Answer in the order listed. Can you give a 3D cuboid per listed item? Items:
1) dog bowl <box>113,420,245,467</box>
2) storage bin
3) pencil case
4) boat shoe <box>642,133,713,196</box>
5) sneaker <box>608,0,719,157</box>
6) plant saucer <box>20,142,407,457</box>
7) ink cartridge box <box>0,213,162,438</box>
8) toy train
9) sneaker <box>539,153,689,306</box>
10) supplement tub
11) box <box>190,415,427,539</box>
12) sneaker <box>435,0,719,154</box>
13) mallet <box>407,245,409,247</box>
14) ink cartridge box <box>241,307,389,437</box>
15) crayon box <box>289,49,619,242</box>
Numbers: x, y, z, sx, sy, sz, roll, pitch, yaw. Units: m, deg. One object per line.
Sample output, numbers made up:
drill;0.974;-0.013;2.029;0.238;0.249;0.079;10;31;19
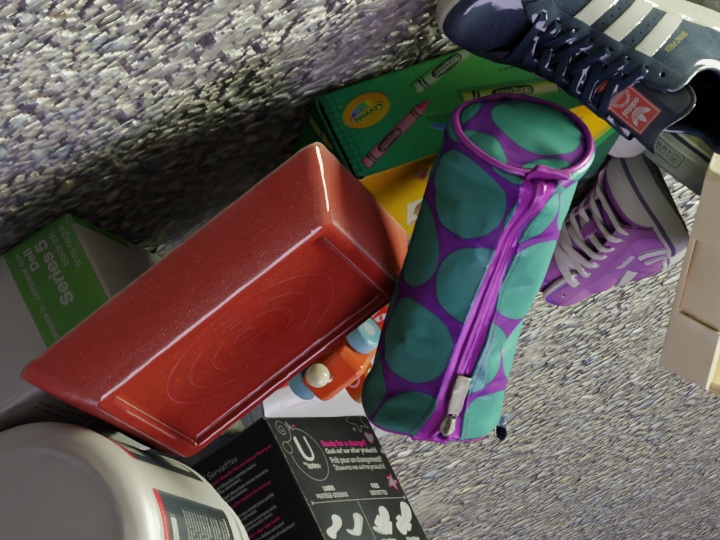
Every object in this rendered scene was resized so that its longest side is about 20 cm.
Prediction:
dog bowl;-0.176;0.120;1.794;0.200;0.079;0.200;-24;161;-9
storage bin;0.282;-0.041;1.767;0.199;0.094;0.200;-48;158;-35
pencil case;0.064;0.002;1.542;0.085;0.093;0.201;7;123;-16
boat shoe;0.236;-0.081;1.831;0.062;0.072;0.200;-49;164;10
sneaker;0.192;-0.114;1.654;0.074;0.087;0.200;-20;162;-27
plant saucer;-0.066;0.029;1.530;0.200;0.037;0.200;-37;159;4
ink cartridge box;-0.202;0.064;1.594;0.200;0.084;0.145;-31;161;11
toy train;0.048;0.014;1.759;0.200;0.056;0.150;-40;-171;28
sneaker;0.160;-0.021;1.894;0.114;0.073;0.201;-24;162;-1
supplement tub;-0.149;0.166;1.583;0.140;0.141;0.200;-30;162;9
box;-0.077;0.188;1.807;0.200;0.115;0.132;-34;162;25
sneaker;0.134;-0.111;1.517;0.199;0.085;0.075;9;141;-29
mallet;0.000;0.000;1.686;0.199;0.041;0.066;-9;168;8
ink cartridge box;-0.001;0.076;1.969;0.162;0.057;0.200;-20;165;-19
crayon box;0.058;-0.076;1.614;0.199;0.058;0.119;-19;160;-22
